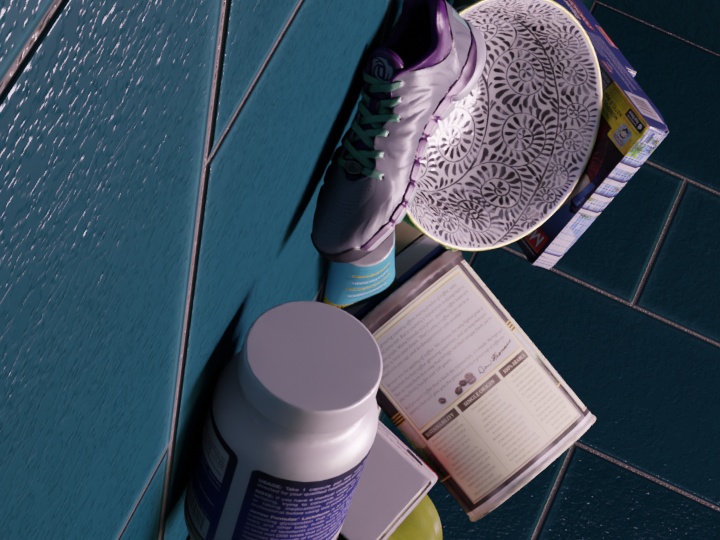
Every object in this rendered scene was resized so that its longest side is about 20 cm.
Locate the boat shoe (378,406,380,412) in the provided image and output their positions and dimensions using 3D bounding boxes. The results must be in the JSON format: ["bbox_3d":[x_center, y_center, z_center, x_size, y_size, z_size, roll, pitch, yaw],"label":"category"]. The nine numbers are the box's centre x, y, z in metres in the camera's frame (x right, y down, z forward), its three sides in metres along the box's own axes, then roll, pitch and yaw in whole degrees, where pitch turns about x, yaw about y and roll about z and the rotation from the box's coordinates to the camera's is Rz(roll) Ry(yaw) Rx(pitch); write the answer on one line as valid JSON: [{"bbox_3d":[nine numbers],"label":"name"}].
[{"bbox_3d":[-0.046,0.182,2.086,0.200,0.074,0.073,-57,-176,-6],"label":"boat shoe"}]

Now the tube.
[{"bbox_3d":[0.000,0.000,1.758,0.200,0.077,0.051,94,-19,-74],"label":"tube"}]

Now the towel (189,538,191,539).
[{"bbox_3d":[-0.162,0.300,1.678,0.086,0.018,0.201,-11,125,-85],"label":"towel"}]

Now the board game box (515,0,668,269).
[{"bbox_3d":[0.147,-0.099,1.710,0.200,0.062,0.200,-51,-135,24],"label":"board game box"}]

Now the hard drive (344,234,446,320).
[{"bbox_3d":[0.054,-0.010,1.921,0.200,0.025,0.132,-39,176,4],"label":"hard drive"}]

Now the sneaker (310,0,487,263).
[{"bbox_3d":[0.010,-0.106,1.441,0.201,0.074,0.088,-62,145,-13],"label":"sneaker"}]

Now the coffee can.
[{"bbox_3d":[0.092,0.101,1.846,0.146,0.200,0.146,-39,176,-3],"label":"coffee can"}]

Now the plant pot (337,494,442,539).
[{"bbox_3d":[-0.011,0.278,1.946,0.193,0.200,0.201,-38,153,-63],"label":"plant pot"}]

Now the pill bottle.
[{"bbox_3d":[-0.052,0.118,1.424,0.200,0.115,0.116,109,7,-48],"label":"pill bottle"}]

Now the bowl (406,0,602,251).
[{"bbox_3d":[0.081,-0.124,1.597,0.094,0.200,0.201,30,-82,52],"label":"bowl"}]

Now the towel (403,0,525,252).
[{"bbox_3d":[0.084,-0.128,1.725,0.149,0.031,0.201,38,-73,58],"label":"towel"}]

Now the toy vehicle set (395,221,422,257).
[{"bbox_3d":[0.083,-0.066,1.943,0.124,0.027,0.200,-40,176,25],"label":"toy vehicle set"}]

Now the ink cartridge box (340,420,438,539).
[{"bbox_3d":[-0.014,0.156,1.725,0.084,0.144,0.200,-48,175,0],"label":"ink cartridge box"}]
